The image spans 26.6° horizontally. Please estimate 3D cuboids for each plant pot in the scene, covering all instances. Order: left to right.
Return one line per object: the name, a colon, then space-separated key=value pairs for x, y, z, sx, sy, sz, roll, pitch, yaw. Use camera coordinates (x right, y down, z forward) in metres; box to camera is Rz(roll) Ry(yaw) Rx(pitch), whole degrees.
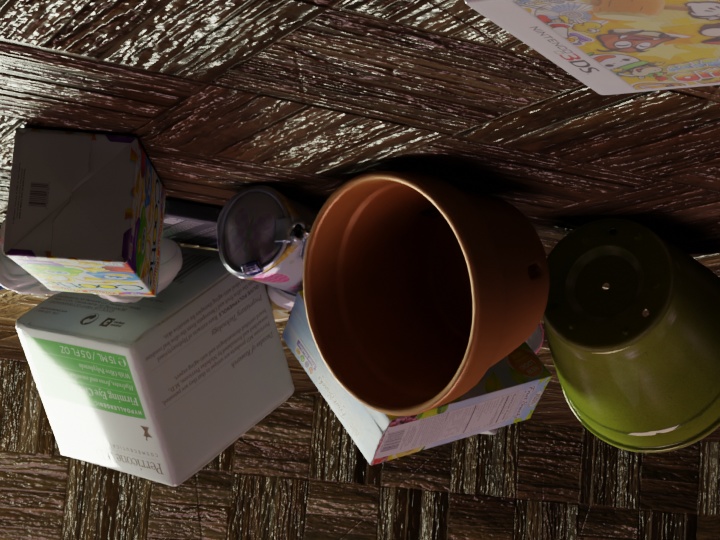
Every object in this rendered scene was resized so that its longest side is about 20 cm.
plant pot: x=0.066 y=0.012 z=1.296 sx=0.198 sy=0.203 sz=0.139 roll=-4 pitch=-176 yaw=44
plant pot: x=0.255 y=0.047 z=1.436 sx=0.198 sy=0.203 sz=0.193 roll=0 pitch=158 yaw=25

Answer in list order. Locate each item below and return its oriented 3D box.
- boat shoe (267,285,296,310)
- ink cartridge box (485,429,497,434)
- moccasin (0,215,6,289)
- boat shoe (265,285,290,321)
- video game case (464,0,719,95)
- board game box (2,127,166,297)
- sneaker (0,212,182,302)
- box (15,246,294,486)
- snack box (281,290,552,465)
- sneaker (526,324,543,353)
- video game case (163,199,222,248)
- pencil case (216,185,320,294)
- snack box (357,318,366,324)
boat shoe: x=0.000 y=0.000 z=1.607 sx=0.197 sy=0.074 sz=0.067 roll=-1 pitch=129 yaw=-22
ink cartridge box: x=0.151 y=0.156 z=2.216 sx=0.083 sy=0.147 sz=0.200 roll=3 pitch=170 yaw=14
moccasin: x=-0.340 y=-0.030 z=1.509 sx=0.198 sy=0.081 sz=0.068 roll=-14 pitch=-140 yaw=-25
boat shoe: x=-0.065 y=0.013 z=1.701 sx=0.197 sy=0.075 sz=0.069 roll=-8 pitch=166 yaw=13
video game case: x=0.182 y=-0.134 z=0.812 sx=0.198 sy=0.023 sz=0.181 roll=-2 pitch=169 yaw=33
board game box: x=-0.231 y=-0.044 z=1.307 sx=0.101 sy=0.107 sz=0.200 roll=4 pitch=171 yaw=-1
sneaker: x=-0.255 y=-0.028 z=1.466 sx=0.198 sy=0.100 sz=0.078 roll=0 pitch=-148 yaw=-36
box: x=-0.216 y=0.092 z=1.620 sx=0.197 sy=0.173 sz=0.200 roll=7 pitch=-148 yaw=40
snack box: x=0.053 y=0.081 z=1.430 sx=0.198 sy=0.169 sz=0.068 roll=-11 pitch=140 yaw=-34
sneaker: x=0.136 y=0.095 z=1.971 sx=0.197 sy=0.080 sz=0.096 roll=-14 pitch=-162 yaw=2
video game case: x=-0.131 y=-0.039 z=1.560 sx=0.198 sy=0.019 sz=0.142 roll=8 pitch=170 yaw=-27
pencil case: x=-0.051 y=-0.021 z=1.433 sx=0.090 sy=0.084 sz=0.199 roll=-16 pitch=162 yaw=25
snack box: x=0.051 y=0.012 z=1.434 sx=0.198 sy=0.072 sz=0.024 roll=-14 pitch=144 yaw=-39
